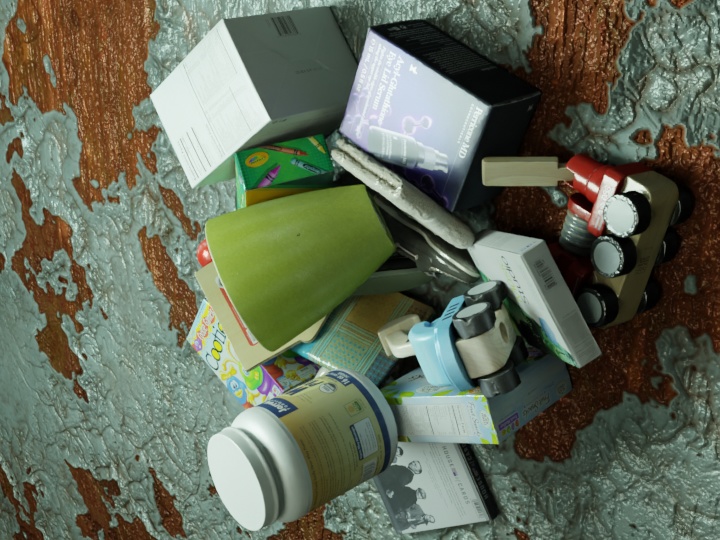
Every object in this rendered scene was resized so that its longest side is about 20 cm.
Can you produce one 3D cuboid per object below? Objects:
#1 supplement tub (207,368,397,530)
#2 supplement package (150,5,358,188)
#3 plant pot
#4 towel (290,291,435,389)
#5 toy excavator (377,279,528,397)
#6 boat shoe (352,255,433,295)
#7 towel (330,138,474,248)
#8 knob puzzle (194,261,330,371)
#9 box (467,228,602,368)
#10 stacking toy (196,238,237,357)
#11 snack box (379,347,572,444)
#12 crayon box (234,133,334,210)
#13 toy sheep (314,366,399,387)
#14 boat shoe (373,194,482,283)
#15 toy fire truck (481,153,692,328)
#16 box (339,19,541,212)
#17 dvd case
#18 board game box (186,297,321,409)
[{"bbox_3d":[-0.070,0.216,1.234,0.144,0.200,0.145,29,130,43],"label":"supplement tub"},{"bbox_3d":[-0.134,-0.232,1.357,0.200,0.191,0.147,-31,83,45],"label":"supplement package"},{"bbox_3d":[-0.064,-0.025,1.286,0.200,0.187,0.188,-27,86,6],"label":"plant pot"},{"bbox_3d":[-0.009,0.076,1.406,0.200,0.147,0.022,24,161,39],"label":"towel"},{"bbox_3d":[0.094,0.084,1.220,0.200,0.194,0.100,-17,104,23],"label":"toy excavator"},{"bbox_3d":[0.000,0.000,1.379,0.201,0.072,0.061,-10,66,14],"label":"boat shoe"},{"bbox_3d":[0.047,-0.096,1.253,0.035,0.132,0.200,-55,33,4],"label":"towel"},{"bbox_3d":[-0.113,0.025,1.451,0.220,0.220,0.030,41,170,24],"label":"knob puzzle"},{"bbox_3d":[0.192,0.027,1.167,0.145,0.036,0.200,61,174,-10],"label":"box"},{"bbox_3d":[-0.190,0.034,1.523,0.200,0.085,0.085,58,136,22],"label":"stacking toy"},{"bbox_3d":[0.134,0.155,1.272,0.200,0.168,0.068,-10,100,46],"label":"snack box"},{"bbox_3d":[-0.105,-0.105,1.369,0.200,0.118,0.058,105,149,-70],"label":"crayon box"},{"bbox_3d":[-0.007,0.178,1.430,0.137,0.200,0.138,0,103,1],"label":"toy sheep"},{"bbox_3d":[0.078,-0.028,1.322,0.200,0.067,0.057,40,113,35],"label":"boat shoe"},{"bbox_3d":[0.236,-0.052,1.138,0.200,0.128,0.176,41,132,40],"label":"toy fire truck"},{"bbox_3d":[0.092,-0.189,1.220,0.200,0.104,0.148,38,128,28],"label":"box"},{"bbox_3d":[0.095,0.303,1.475,0.200,0.025,0.151,-24,89,46],"label":"dvd case"},{"bbox_3d":[-0.164,0.130,1.596,0.200,0.103,0.105,46,132,20],"label":"board game box"}]
